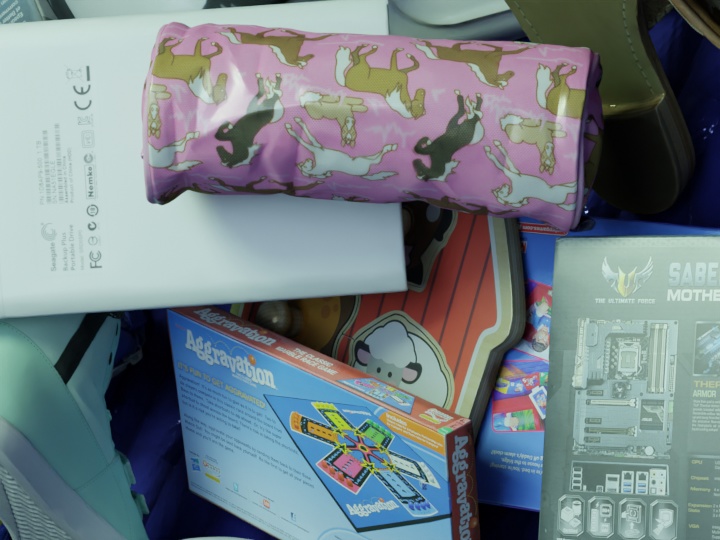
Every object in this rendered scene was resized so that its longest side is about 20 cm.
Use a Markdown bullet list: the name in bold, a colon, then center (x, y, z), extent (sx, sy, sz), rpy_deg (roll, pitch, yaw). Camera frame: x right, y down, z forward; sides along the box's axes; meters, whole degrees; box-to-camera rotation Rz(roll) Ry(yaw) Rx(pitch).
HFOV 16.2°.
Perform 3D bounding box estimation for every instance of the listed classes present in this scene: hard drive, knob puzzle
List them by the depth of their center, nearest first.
- **hard drive**: center (-0.083, -0.050, 1.140), extent (0.199, 0.027, 0.132), rpy_deg (-4, 89, 2)
- **knob puzzle**: center (0.000, 0.000, 1.187), extent (0.219, 0.030, 0.220), rpy_deg (-13, 71, 45)

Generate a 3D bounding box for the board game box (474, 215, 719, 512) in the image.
- **board game box**: center (0.151, 0.049, 1.106), extent (0.200, 0.045, 0.135), rpy_deg (7, 87, 32)

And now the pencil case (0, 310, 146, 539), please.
- **pencil case**: center (-0.184, 0.076, 1.293), extent (0.087, 0.078, 0.200), rpy_deg (37, 103, 12)

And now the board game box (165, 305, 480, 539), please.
- **board game box**: center (-0.019, 0.086, 1.169), extent (0.200, 0.019, 0.103), rpy_deg (22, 127, 45)

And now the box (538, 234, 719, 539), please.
- **box**: center (0.171, 0.064, 1.035), extent (0.200, 0.051, 0.158), rpy_deg (-1, 83, 33)

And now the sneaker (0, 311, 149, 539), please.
- **sneaker**: center (-0.126, 0.081, 1.219), extent (0.074, 0.201, 0.118), rpy_deg (7, 58, 28)

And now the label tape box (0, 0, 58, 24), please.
- **label tape box**: center (-0.193, -0.076, 1.315), extent (0.144, 0.063, 0.200), rpy_deg (-38, 58, 23)

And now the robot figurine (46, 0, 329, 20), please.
- **robot figurine**: center (-0.084, -0.148, 1.210), extent (0.125, 0.150, 0.200), rpy_deg (-32, 95, -7)

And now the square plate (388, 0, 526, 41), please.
- **square plate**: center (0.059, -0.194, 1.145), extent (0.200, 0.028, 0.198), rpy_deg (-13, 113, 29)

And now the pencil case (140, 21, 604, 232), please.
- **pencil case**: center (0.003, -0.062, 1.079), extent (0.199, 0.083, 0.087), rpy_deg (4, 122, 3)

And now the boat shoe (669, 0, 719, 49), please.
- **boat shoe**: center (0.195, -0.088, 1.041), extent (0.200, 0.072, 0.076), rpy_deg (37, 137, -1)

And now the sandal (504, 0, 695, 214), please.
- **sandal**: center (0.108, -0.128, 1.105), extent (0.077, 0.212, 0.070), rpy_deg (6, 43, 33)

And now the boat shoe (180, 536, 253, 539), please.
- **boat shoe**: center (-0.018, 0.174, 1.147), extent (0.200, 0.066, 0.070), rpy_deg (24, 86, 13)
